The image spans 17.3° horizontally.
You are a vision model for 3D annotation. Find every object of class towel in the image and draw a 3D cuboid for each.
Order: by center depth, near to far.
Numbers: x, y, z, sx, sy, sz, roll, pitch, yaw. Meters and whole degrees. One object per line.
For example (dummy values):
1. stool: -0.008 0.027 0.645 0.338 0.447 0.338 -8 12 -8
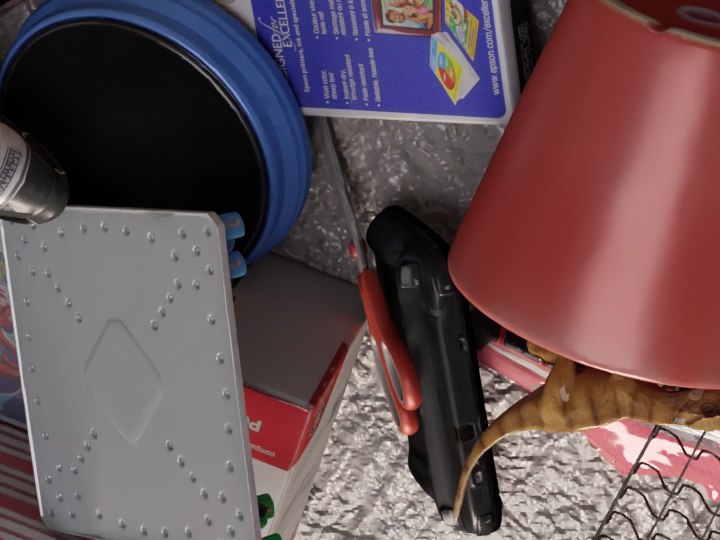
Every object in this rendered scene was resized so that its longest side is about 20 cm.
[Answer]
1. towel: -0.209 0.148 1.478 0.146 0.200 0.030 21 110 8

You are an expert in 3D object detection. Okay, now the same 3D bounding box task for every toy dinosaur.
1. toy dinosaur: 0.114 0.069 1.318 0.200 0.106 0.060 -16 150 40

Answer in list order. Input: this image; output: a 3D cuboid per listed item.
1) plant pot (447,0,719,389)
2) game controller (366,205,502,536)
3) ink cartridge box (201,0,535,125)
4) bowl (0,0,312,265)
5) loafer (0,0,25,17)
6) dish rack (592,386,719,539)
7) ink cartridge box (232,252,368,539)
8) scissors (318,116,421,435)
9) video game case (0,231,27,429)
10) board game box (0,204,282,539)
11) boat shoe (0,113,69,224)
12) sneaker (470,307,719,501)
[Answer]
1. plant pot: 0.163 -0.058 1.264 0.200 0.200 0.178 17 112 8
2. game controller: 0.045 0.060 1.415 0.042 0.104 0.200 -15 116 -10
3. ink cartridge box: -0.007 -0.181 1.321 0.200 0.047 0.198 6 121 27
4. bowl: -0.127 -0.077 1.399 0.200 0.039 0.201 15 129 19
5. loafer: -0.236 -0.173 1.388 0.200 0.063 0.072 -17 111 24
6. dish rack: 0.207 0.149 1.337 0.153 0.055 0.200 27 101 3
7. ink cartridge box: -0.071 0.112 1.444 0.083 0.147 0.200 22 121 5
8. scissors: 0.000 0.000 1.406 0.014 0.073 0.200 -18 77 -8
9. video game case: -0.209 0.034 1.486 0.200 0.023 0.182 19 135 12
10. board game box: -0.127 0.060 1.352 0.200 0.026 0.200 4 104 46
11. boat shoe: -0.236 -0.069 1.400 0.057 0.200 0.069 28 92 -36
12. sneaker: 0.148 0.083 1.405 0.200 0.074 0.087 21 124 6
